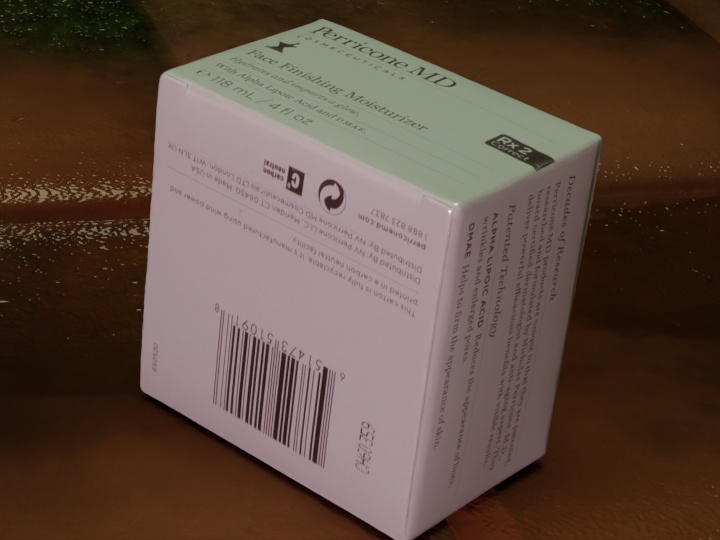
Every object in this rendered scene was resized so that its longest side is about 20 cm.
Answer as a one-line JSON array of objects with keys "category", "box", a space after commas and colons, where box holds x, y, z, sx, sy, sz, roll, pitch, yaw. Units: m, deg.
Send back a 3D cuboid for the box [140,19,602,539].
[{"category": "box", "box": [0.000, 0.000, 1.020, 0.198, 0.201, 0.130, 26, 33, 31]}]
